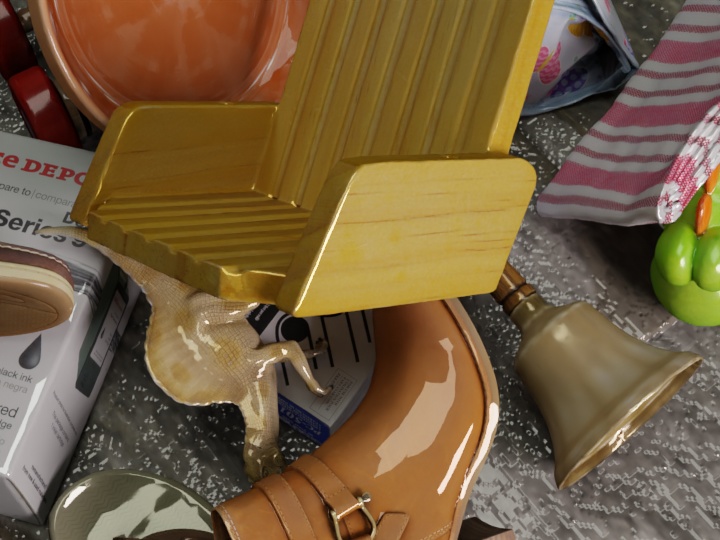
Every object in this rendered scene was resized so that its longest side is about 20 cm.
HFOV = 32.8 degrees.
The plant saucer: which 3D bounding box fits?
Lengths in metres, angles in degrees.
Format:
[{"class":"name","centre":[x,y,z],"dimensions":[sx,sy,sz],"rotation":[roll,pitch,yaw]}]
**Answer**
[{"class":"plant saucer","centre":[-0.100,-0.166,0.700],"dimensions":[0.032,0.201,0.201],"rotation":[12,55,48]}]

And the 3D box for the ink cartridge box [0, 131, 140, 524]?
[{"class":"ink cartridge box","centre":[-0.218,0.023,0.706],"dimensions":[0.144,0.084,0.202],"rotation":[13,62,8]}]

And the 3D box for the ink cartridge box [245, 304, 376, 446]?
[{"class":"ink cartridge box","centre":[0.000,0.000,0.737],"dimensions":[0.093,0.044,0.201],"rotation":[31,66,15]}]

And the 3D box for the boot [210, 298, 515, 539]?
[{"class":"boot","centre":[-0.005,0.100,0.619],"dimensions":[0.153,0.074,0.203],"rotation":[-10,82,-26]}]

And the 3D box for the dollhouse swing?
[{"class":"dollhouse swing","centre":[-0.025,-0.093,0.618],"dimensions":[0.180,0.178,0.199],"rotation":[-6,18,-41]}]

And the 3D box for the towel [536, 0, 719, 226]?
[{"class":"towel","centre":[0.191,-0.109,0.725],"dimensions":[0.030,0.146,0.201],"rotation":[41,80,-15]}]

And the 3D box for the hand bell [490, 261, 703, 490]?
[{"class":"hand bell","centre":[0.084,0.011,0.684],"dimensions":[0.104,0.104,0.200],"rotation":[-35,71,-17]}]

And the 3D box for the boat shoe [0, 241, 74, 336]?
[{"class":"boat shoe","centre":[-0.240,-0.016,0.641],"dimensions":[0.197,0.072,0.073],"rotation":[5,62,12]}]

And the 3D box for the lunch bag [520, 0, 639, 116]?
[{"class":"lunch bag","centre":[0.077,-0.200,0.792],"dimensions":[0.198,0.127,0.171],"rotation":[3,58,-31]}]

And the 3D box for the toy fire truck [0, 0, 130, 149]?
[{"class":"toy fire truck","centre":[-0.184,-0.171,0.764],"dimensions":[0.111,0.169,0.201],"rotation":[-27,64,-13]}]

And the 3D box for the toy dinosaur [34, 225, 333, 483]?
[{"class":"toy dinosaur","centre":[-0.078,0.023,0.652],"dimensions":[0.101,0.058,0.200],"rotation":[-34,80,-33]}]

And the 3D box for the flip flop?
[{"class":"flip flop","centre":[-0.082,0.172,0.636],"dimensions":[0.200,0.058,0.081],"rotation":[40,69,20]}]

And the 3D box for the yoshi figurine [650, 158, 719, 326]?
[{"class":"yoshi figurine","centre":[0.218,-0.045,0.745],"dimensions":[0.112,0.112,0.201],"rotation":[48,48,-19]}]
